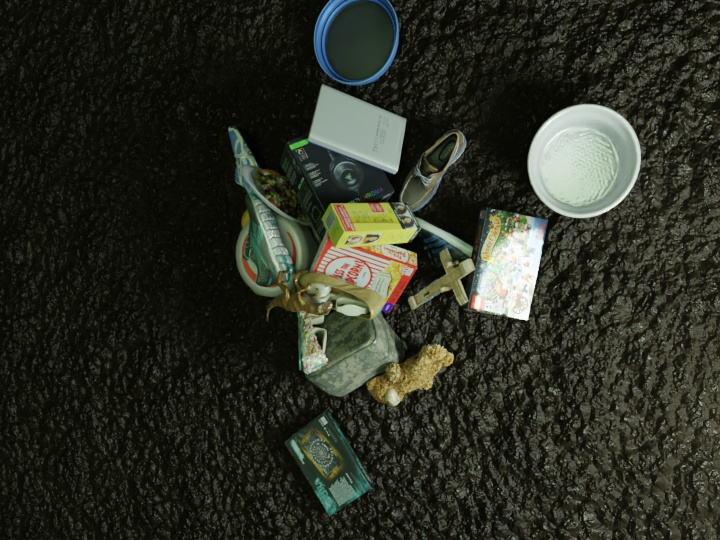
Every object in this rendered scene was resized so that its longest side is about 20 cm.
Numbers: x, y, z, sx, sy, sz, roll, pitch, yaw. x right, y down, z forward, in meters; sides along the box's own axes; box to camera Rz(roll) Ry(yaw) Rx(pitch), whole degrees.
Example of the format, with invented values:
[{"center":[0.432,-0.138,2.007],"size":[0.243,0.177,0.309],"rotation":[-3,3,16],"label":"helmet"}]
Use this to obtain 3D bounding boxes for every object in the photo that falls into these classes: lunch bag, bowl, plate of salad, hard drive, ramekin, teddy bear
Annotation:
[{"center":[-0.015,0.178,1.184],"size":[0.197,0.168,0.142],"rotation":[-31,44,14],"label":"lunch bag"},{"center":[-0.007,-0.511,1.212],"size":[0.194,0.039,0.208],"rotation":[1,93,18],"label":"bowl"},{"center":[-0.170,-0.171,1.195],"size":[0.200,0.199,0.048],"rotation":[45,106,11],"label":"plate of salad"},{"center":[-0.004,-0.294,1.150],"size":[0.194,0.025,0.136],"rotation":[18,66,-14],"label":"hard drive"},{"center":[0.420,-0.203,1.055],"size":[0.194,0.097,0.208],"rotation":[1,92,17],"label":"ramekin"},{"center":[0.109,0.223,1.158],"size":[0.196,0.146,0.068],"rotation":[-27,62,0],"label":"teddy bear"}]

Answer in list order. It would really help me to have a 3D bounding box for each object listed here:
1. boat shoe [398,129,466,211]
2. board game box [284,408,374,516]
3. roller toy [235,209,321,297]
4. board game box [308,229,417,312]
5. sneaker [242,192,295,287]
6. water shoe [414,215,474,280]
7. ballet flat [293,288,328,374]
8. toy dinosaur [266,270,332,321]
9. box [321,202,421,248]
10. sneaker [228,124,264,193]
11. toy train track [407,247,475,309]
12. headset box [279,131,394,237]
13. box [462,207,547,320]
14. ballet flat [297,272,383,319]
[{"center":[0.142,-0.213,1.158],"size":[0.072,0.072,0.202],"rotation":[38,103,13],"label":"boat shoe"},{"center":[-0.074,0.447,1.282],"size":[0.134,0.028,0.203],"rotation":[-36,82,16],"label":"board game box"},{"center":[-0.182,-0.040,1.237],"size":[0.176,0.139,0.208],"rotation":[4,93,17],"label":"roller toy"},{"center":[0.000,0.000,1.146],"size":[0.194,0.047,0.153],"rotation":[17,134,-13],"label":"board game box"},{"center":[-0.210,-0.059,1.137],"size":[0.089,0.077,0.205],"rotation":[-23,82,10],"label":"sneaker"},{"center":[0.164,-0.048,1.160],"size":[0.196,0.071,0.081],"rotation":[30,103,15],"label":"water shoe"},{"center":[-0.102,0.120,1.136],"size":[0.062,0.077,0.204],"rotation":[-7,53,-5],"label":"ballet flat"},{"center":[-0.143,0.055,1.093],"size":[0.196,0.059,0.110],"rotation":[0,91,41],"label":"toy dinosaur"},{"center":[0.024,-0.092,1.091],"size":[0.050,0.195,0.077],"rotation":[-53,53,43],"label":"box"},{"center":[-0.269,-0.245,1.289],"size":[0.076,0.076,0.205],"rotation":[-27,83,12],"label":"sneaker"},{"center":[0.156,0.032,1.134],"size":[0.199,0.032,0.118],"rotation":[-40,65,48],"label":"toy train track"},{"center":[-0.054,-0.205,1.168],"size":[0.171,0.093,0.204],"rotation":[-26,82,-25],"label":"headset box"},{"center":[0.290,-0.013,1.109],"size":[0.132,0.038,0.207],"rotation":[9,96,-10],"label":"box"},{"center":[-0.051,0.051,1.096],"size":[0.194,0.063,0.071],"rotation":[11,124,17],"label":"ballet flat"}]
